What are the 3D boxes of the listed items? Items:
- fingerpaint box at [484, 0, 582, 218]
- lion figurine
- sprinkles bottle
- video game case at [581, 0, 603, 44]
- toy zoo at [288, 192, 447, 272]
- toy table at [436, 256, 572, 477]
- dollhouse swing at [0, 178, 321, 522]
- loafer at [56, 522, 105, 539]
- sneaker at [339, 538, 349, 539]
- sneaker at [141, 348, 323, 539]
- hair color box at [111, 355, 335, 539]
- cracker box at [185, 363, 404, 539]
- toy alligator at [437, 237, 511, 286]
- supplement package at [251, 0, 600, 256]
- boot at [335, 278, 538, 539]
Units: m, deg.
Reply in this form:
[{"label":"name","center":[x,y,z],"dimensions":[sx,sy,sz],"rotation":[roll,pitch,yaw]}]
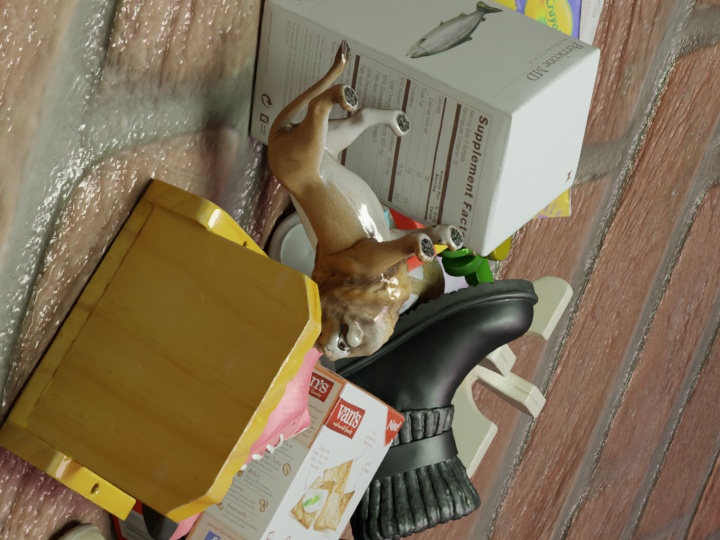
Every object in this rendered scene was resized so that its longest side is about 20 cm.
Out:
[{"label":"fingerpaint box","center":[0.110,-0.165,1.641],"dimensions":[0.167,0.073,0.201],"rotation":[-98,-174,-53]},{"label":"lion figurine","center":[-0.014,-0.042,1.475],"dimensions":[0.072,0.122,0.201],"rotation":[-31,102,-53]},{"label":"sprinkles bottle","center":[0.000,0.000,1.721],"dimensions":[0.068,0.068,0.200],"rotation":[-64,156,3]},{"label":"video game case","center":[0.139,-0.183,1.847],"dimensions":[0.181,0.036,0.201],"rotation":[-31,141,-50]},{"label":"toy zoo","center":[0.021,-0.066,1.653],"dimensions":[0.200,0.020,0.132],"rotation":[-33,103,-50]},{"label":"toy table","center":[0.086,0.069,1.902],"dimensions":[0.185,0.117,0.200],"rotation":[-65,157,2]},{"label":"dollhouse swing","center":[-0.102,0.075,1.465],"dimensions":[0.201,0.175,0.182],"rotation":[-60,156,-9]},{"label":"loafer","center":[-0.185,0.271,1.608],"dimensions":[0.076,0.068,0.201],"rotation":[-35,134,-46]},{"label":"sneaker","center":[-0.055,0.294,1.814],"dimensions":[0.074,0.082,0.200],"rotation":[18,125,-33]},{"label":"sneaker","center":[-0.077,0.105,1.551],"dimensions":[0.087,0.074,0.201],"rotation":[32,77,-22]},{"label":"hair color box","center":[-0.099,0.121,1.656],"dimensions":[0.200,0.061,0.102],"rotation":[-49,152,-30]},{"label":"cracker box","center":[-0.055,0.170,1.649],"dimensions":[0.201,0.058,0.134],"rotation":[-62,156,-3]},{"label":"toy alligator","center":[0.078,-0.066,1.786],"dimensions":[0.054,0.059,0.201],"rotation":[-31,120,-52]},{"label":"supplement package","center":[0.042,-0.119,1.518],"dimensions":[0.117,0.199,0.118],"rotation":[-37,146,-44]},{"label":"boot","center":[0.067,0.113,1.761],"dimensions":[0.210,0.158,0.079],"rotation":[-27,164,13]}]
